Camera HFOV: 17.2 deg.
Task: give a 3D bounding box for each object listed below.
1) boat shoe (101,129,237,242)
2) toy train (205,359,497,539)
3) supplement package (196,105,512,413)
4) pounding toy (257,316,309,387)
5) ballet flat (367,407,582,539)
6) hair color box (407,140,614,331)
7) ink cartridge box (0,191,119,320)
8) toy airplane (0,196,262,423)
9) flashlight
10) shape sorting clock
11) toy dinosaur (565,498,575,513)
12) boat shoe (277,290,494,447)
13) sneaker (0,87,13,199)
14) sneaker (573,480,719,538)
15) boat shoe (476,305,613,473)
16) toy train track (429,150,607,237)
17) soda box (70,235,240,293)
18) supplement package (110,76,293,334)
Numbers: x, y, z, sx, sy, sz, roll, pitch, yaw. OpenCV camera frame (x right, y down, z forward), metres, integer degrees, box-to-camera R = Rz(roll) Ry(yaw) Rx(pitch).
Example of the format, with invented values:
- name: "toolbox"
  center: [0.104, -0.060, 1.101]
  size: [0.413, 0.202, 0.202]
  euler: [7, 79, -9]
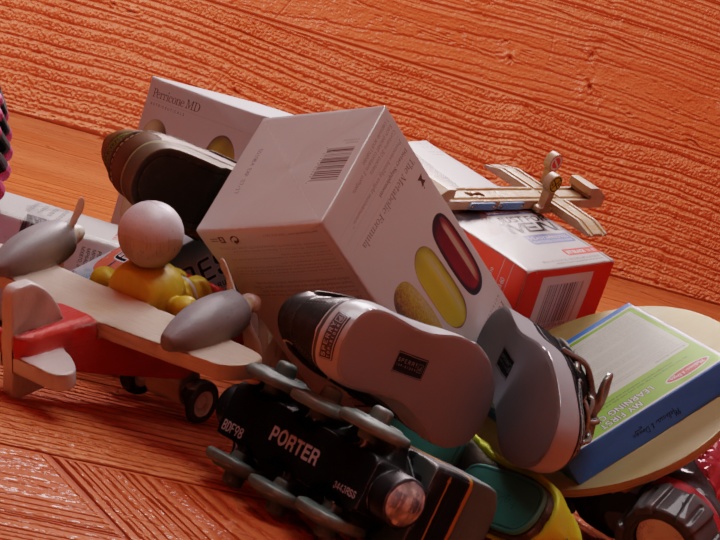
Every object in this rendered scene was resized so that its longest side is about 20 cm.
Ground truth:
- name: "boat shoe"
  center: [-0.096, -0.049, 1.681]
  size: [0.200, 0.072, 0.068]
  euler: [34, 3, -39]
- name: "toy train"
  center: [-0.009, 0.119, 1.435]
  size: [0.114, 0.085, 0.200]
  euler: [28, -3, -36]
- name: "supplement package"
  center: [0.000, 0.000, 1.630]
  size: [0.109, 0.114, 0.200]
  euler: [-2, -44, 38]
- name: "pounding toy"
  center: [0.015, 0.058, 1.880]
  size: [0.184, 0.143, 0.200]
  euler: [16, 21, -10]
- name: "ballet flat"
  center: [0.075, 0.143, 1.562]
  size: [0.067, 0.067, 0.200]
  euler: [40, -7, -38]
- name: "hair color box"
  center: [0.076, -0.025, 1.777]
  size: [0.200, 0.064, 0.111]
  euler: [33, 25, 33]
- name: "ink cartridge box"
  center: [-0.266, -0.010, 1.837]
  size: [0.199, 0.084, 0.144]
  euler: [16, 5, -3]
- name: "toy airplane"
  center: [-0.162, 0.020, 1.572]
  size: [0.199, 0.142, 0.199]
  euler: [17, 6, -7]
- name: "flashlight"
  center: [0.243, 0.138, 1.614]
  size: [0.068, 0.068, 0.200]
  euler: [43, 43, 8]
- name: "shape sorting clock"
  center: [0.169, 0.089, 1.634]
  size: [0.199, 0.039, 0.200]
  euler: [-17, 27, 9]
- name: "toy dinosaur"
  center: [0.145, 0.105, 1.720]
  size: [0.102, 0.200, 0.077]
  euler: [62, -7, -29]
- name: "boat shoe"
  center: [0.019, 0.055, 1.478]
  size: [0.057, 0.069, 0.200]
  euler: [24, -5, 35]
- name: "sneaker"
  center: [-0.306, -0.058, 1.727]
  size: [0.095, 0.201, 0.079]
  euler: [5, -22, 4]
- name: "sneaker"
  center: [0.249, 0.177, 1.657]
  size: [0.199, 0.070, 0.082]
  euler: [14, 4, -10]
- name: "boat shoe"
  center: [0.125, 0.084, 1.557]
  size: [0.068, 0.074, 0.199]
  euler: [22, 9, -14]
- name: "toy train track"
  center: [0.116, -0.065, 1.778]
  size: [0.200, 0.033, 0.115]
  euler: [-3, 31, -47]
- name: "soda box"
  center: [-0.117, -0.003, 1.753]
  size: [0.200, 0.069, 0.064]
  euler: [-28, 23, -16]
- name: "supplement package"
  center: [-0.103, -0.037, 1.989]
  size: [0.152, 0.201, 0.150]
  euler: [22, 7, 41]
